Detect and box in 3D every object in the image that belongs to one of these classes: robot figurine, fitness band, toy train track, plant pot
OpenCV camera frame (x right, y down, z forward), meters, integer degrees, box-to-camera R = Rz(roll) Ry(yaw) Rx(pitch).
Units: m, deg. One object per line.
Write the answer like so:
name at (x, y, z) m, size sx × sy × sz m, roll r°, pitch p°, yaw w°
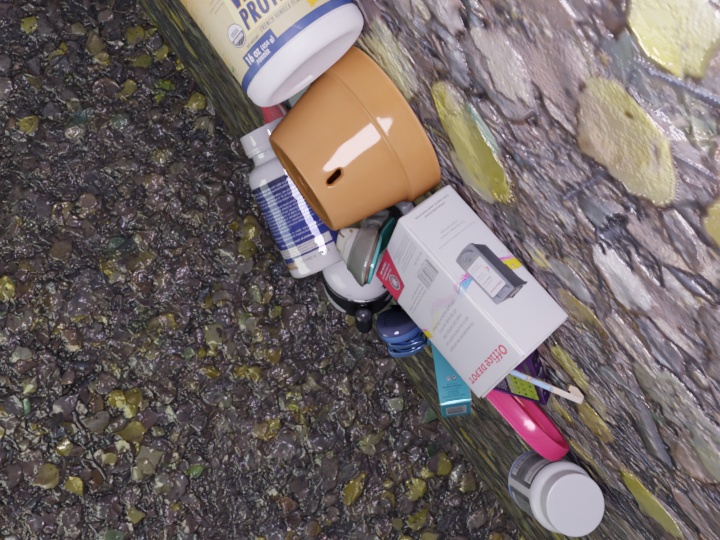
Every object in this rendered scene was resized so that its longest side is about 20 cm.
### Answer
robot figurine at (0.002, 0.001, 1.206) m, size 0.151 × 0.124 × 0.200 m, roll 48°, pitch 169°, yaw 12°
fitness band at (0.242, 0.214, 1.209) m, size 0.200 × 0.037 × 0.143 m, roll 48°, pitch -169°, yaw 24°
toy train track at (0.192, 0.115, 0.992) m, size 0.197 × 0.033 × 0.115 m, roll 23°, pitch 180°, yaw 10°
plant pot at (-0.017, -0.145, 0.932) m, size 0.201 × 0.139 × 0.200 m, roll 53°, pitch 173°, yaw 9°

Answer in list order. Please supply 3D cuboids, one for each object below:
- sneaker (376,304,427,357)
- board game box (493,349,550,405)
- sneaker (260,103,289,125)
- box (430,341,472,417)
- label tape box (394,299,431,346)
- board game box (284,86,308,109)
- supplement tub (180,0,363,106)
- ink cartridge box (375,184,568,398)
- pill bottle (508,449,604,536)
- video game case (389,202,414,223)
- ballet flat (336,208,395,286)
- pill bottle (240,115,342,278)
sneaker at (0.071, 0.097, 1.200) m, size 0.200 × 0.072 × 0.084 m, roll -15°, pitch -79°, yaw -77°
board game box at (0.188, 0.111, 1.069) m, size 0.118 × 0.033 × 0.201 m, roll 9°, pitch 147°, yaw 31°
sneaker at (-0.138, -0.194, 1.297) m, size 0.203 × 0.086 × 0.074 m, roll 69°, pitch 165°, yaw -7°
box at (0.133, 0.116, 1.199) m, size 0.083 × 0.048 × 0.203 m, roll 70°, pitch -168°, yaw -66°
label tape box at (0.093, 0.036, 1.430) m, size 0.201 × 0.063 × 0.144 m, roll 53°, pitch 174°, yaw 9°
board game box at (-0.068, -0.214, 1.235) m, size 0.200 × 0.026 × 0.203 m, roll 44°, pitch 154°, yaw 58°
supplement tub at (-0.106, -0.288, 0.788) m, size 0.201 × 0.144 × 0.144 m, roll 53°, pitch 174°, yaw -3°
ink cartridge box at (0.119, 0.027, 0.893) m, size 0.200 × 0.085 × 0.148 m, roll 48°, pitch 154°, yaw 12°
pill bottle at (0.325, 0.370, 1.296) m, size 0.114 × 0.113 × 0.200 m, roll 53°, pitch 174°, yaw 0°
video game case at (0.054, -0.087, 1.256) m, size 0.200 × 0.023 × 0.183 m, roll 46°, pitch 170°, yaw 46°
ballet flat at (0.000, -0.034, 0.966) m, size 0.063 × 0.068 × 0.200 m, roll 16°, pitch -159°, yaw 4°
pill bottle at (-0.084, -0.102, 1.053) m, size 0.203 × 0.110 × 0.111 m, roll 65°, pitch 172°, yaw -9°
